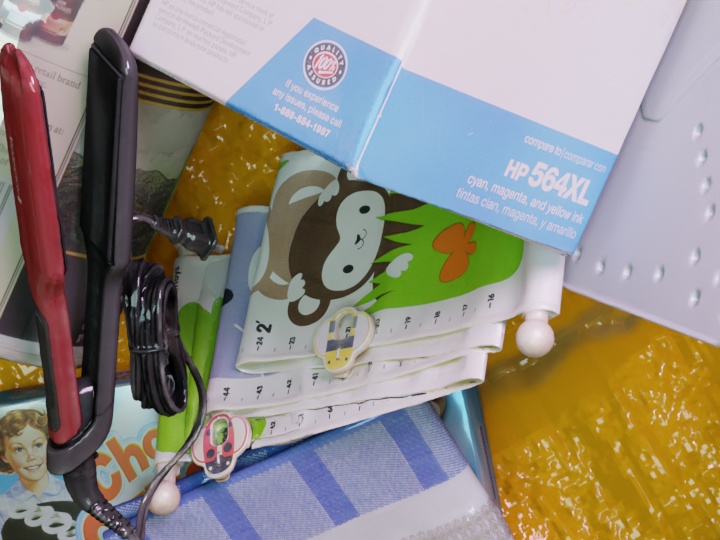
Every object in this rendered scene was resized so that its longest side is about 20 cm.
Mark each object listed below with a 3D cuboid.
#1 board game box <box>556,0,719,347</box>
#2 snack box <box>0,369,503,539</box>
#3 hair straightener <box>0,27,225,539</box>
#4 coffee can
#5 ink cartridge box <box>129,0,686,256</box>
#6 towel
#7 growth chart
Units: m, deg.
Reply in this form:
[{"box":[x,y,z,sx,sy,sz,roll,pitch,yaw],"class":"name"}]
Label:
[{"box":[0.122,-0.082,1.015,0.026,0.200,0.201,19,92,-24],"class":"board game box"},{"box":[-0.046,0.091,1.154,0.199,0.037,0.117,-10,99,11],"class":"snack box"},{"box":[-0.080,0.008,1.036,0.077,0.041,0.201,-14,115,-20],"class":"hair straightener"},{"box":[-0.123,-0.085,1.087,0.146,0.146,0.201,26,102,5],"class":"coffee can"},{"box":[0.037,-0.130,0.999,0.128,0.125,0.201,30,98,43],"class":"ink cartridge box"},{"box":[0.006,0.150,1.129,0.146,0.024,0.200,-24,111,16],"class":"towel"},{"box":[0.000,0.000,1.086,0.200,0.018,0.145,-23,52,30],"class":"growth chart"}]
